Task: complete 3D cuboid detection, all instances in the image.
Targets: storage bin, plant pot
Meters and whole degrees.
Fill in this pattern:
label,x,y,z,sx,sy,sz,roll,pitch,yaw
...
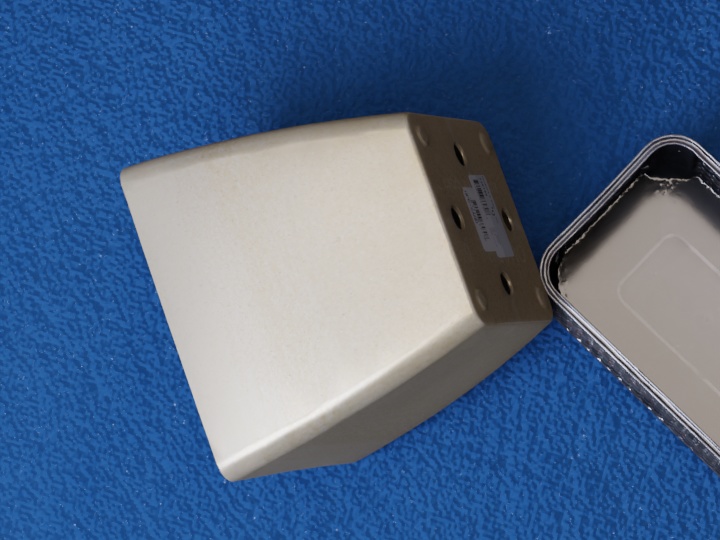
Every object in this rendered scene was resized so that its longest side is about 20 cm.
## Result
label,x,y,z,sx,sy,sz,roll,pitch,yaw
storage bin,0.222,0.027,1.700,0.200,0.094,0.135,44,87,7
plant pot,0.000,0.000,1.639,0.177,0.200,0.200,-23,81,23
